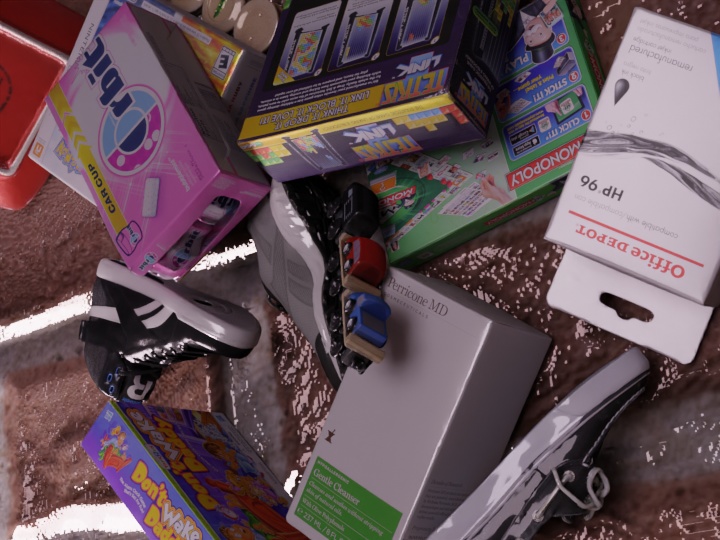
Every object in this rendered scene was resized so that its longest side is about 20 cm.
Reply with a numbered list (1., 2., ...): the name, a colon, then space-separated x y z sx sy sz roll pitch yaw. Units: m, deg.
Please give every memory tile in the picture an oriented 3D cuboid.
1. memory tile: -0.151 -0.163 1.245 0.153 0.017 0.202 36 103 35

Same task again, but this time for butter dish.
1. butter dish: -0.361 -0.193 1.326 0.201 0.198 0.148 -57 32 14

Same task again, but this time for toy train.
1. toy train: 0.000 0.000 1.006 0.046 0.034 0.201 -48 25 28

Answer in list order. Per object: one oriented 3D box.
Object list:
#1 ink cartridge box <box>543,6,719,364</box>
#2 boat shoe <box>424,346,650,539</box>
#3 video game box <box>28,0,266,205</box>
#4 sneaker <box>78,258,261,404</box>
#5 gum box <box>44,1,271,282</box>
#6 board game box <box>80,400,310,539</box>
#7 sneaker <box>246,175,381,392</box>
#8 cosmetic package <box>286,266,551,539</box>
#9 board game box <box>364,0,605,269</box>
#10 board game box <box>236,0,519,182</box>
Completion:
1. ink cartridge box: 0.197 -0.052 0.920 0.115 0.068 0.202 23 96 21
2. boat shoe: 0.130 0.139 0.944 0.199 0.074 0.068 -45 78 0
3. video game box: -0.187 -0.138 1.230 0.199 0.047 0.184 32 103 36
4. sneaker: -0.161 0.069 1.182 0.199 0.073 0.113 22 98 45
5. gum box: -0.163 -0.099 1.135 0.113 0.066 0.201 -43 59 22
6. board game box: -0.105 0.185 1.074 0.200 0.134 0.045 45 108 32
7. sneaker: -0.033 0.016 1.099 0.079 0.073 0.202 -45 52 32
8. cosmetic package: 0.041 0.113 1.011 0.107 0.084 0.202 26 98 40
9. board game box: 0.090 -0.102 1.049 0.199 0.029 0.136 -26 68 30
10. board game box: 0.017 -0.161 1.057 0.198 0.057 0.167 -8 55 38
